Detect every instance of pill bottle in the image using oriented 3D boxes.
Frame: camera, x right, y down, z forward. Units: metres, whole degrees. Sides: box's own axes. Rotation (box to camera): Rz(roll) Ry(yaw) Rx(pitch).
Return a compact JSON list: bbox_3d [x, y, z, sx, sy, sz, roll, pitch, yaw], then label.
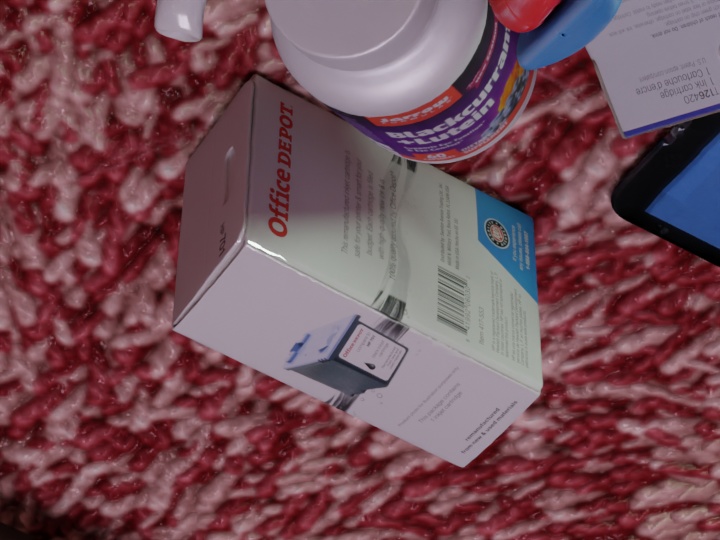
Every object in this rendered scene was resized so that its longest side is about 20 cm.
[{"bbox_3d":[0.018,-0.125,1.251,0.111,0.112,0.200,-16,168,13],"label":"pill bottle"}]

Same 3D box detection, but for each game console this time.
[{"bbox_3d":[0.272,-0.024,1.407,0.199,0.172,0.119,24,100,-21],"label":"game console"}]

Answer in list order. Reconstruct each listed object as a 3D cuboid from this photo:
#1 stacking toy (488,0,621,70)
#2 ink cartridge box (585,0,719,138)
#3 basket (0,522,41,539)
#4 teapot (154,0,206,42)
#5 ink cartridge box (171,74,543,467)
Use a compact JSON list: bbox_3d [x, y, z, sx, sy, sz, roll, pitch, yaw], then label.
[{"bbox_3d":[0.028,-0.183,1.110,0.199,0.110,0.116,20,159,-11],"label":"stacking toy"},{"bbox_3d":[0.180,-0.186,1.229,0.197,0.047,0.201,-15,110,33],"label":"ink cartridge box"},{"bbox_3d":[-0.246,0.236,1.618,0.199,0.136,0.180,35,119,-23],"label":"basket"},{"bbox_3d":[-0.085,-0.241,1.159,0.200,0.147,0.197,41,136,-16],"label":"teapot"},{"bbox_3d":[0.000,0.000,1.399,0.199,0.147,0.086,25,129,-21],"label":"ink cartridge box"}]
